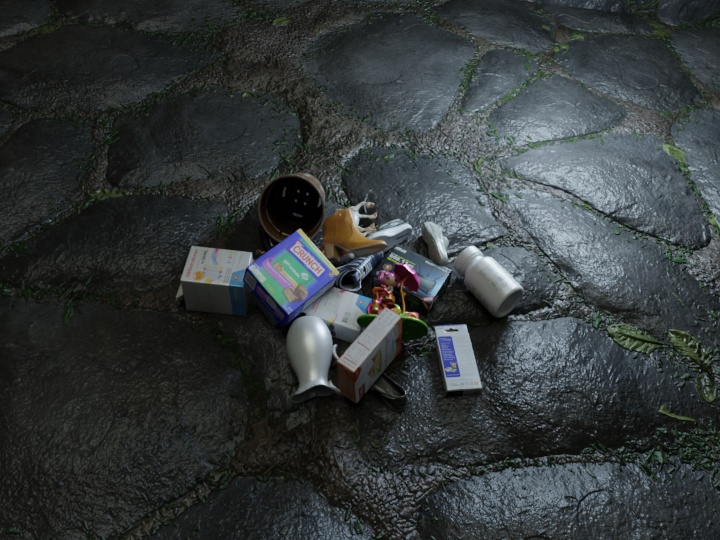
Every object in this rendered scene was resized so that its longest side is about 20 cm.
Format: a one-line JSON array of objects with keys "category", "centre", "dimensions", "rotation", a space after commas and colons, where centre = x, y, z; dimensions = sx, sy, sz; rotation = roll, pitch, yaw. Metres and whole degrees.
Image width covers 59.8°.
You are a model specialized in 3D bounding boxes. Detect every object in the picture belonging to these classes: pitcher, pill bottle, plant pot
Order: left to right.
[{"category": "plant pot", "centre": [-0.189, -0.199, 1.875], "dimensions": [0.195, 0.205, 0.199], "rotation": [8, 17, 2]}, {"category": "pitcher", "centre": [-0.102, 0.225, 1.594], "dimensions": [0.167, 0.122, 0.204], "rotation": [3, 58, -21]}, {"category": "pill bottle", "centre": [0.363, 0.028, 1.799], "dimensions": [0.113, 0.116, 0.201], "rotation": [-24, 55, -24]}]

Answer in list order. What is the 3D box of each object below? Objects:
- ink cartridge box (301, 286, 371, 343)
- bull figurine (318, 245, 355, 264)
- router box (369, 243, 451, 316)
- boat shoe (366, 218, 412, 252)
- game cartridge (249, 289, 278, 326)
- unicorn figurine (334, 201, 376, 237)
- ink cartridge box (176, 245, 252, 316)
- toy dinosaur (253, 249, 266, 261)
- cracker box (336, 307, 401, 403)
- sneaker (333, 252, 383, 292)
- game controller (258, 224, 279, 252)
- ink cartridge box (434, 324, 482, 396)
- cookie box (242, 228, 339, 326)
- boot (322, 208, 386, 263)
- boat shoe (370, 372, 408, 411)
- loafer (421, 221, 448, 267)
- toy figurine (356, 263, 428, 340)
[{"category": "ink cartridge box", "centre": [-0.078, 0.112, 1.716], "dimensions": [0.195, 0.069, 0.116], "rotation": [17, 50, 9]}, {"category": "bull figurine", "centre": [-0.089, -0.055, 1.865], "dimensions": [0.196, 0.066, 0.122], "rotation": [-13, 44, -23]}, {"category": "router box", "centre": [0.147, 0.025, 1.817], "dimensions": [0.197, 0.063, 0.150], "rotation": [26, 50, 17]}, {"category": "boat shoe", "centre": [0.069, -0.105, 1.928], "dimensions": [0.197, 0.073, 0.071], "rotation": [-20, 44, -35]}, {"category": "game cartridge", "centre": [-0.210, 0.041, 1.743], "dimensions": [0.199, 0.041, 0.135], "rotation": [-41, 103, -33]}, {"category": "unicorn figurine", "centre": [-0.018, -0.153, 1.892], "dimensions": [0.134, 0.075, 0.202], "rotation": [-7, 32, 12]}, {"category": "ink cartridge box", "centre": [-0.401, 0.028, 1.722], "dimensions": [0.195, 0.127, 0.131], "rotation": [6, 48, -1]}, {"category": "toy dinosaur", "centre": [-0.261, -0.018, 1.819], "dimensions": [0.104, 0.061, 0.202], "rotation": [-12, 51, -17]}, {"category": "cracker box", "centre": [0.026, 0.207, 1.534], "dimensions": [0.057, 0.136, 0.200], "rotation": [28, 55, 26]}, {"category": "sneaker", "centre": [0.000, 0.000, 1.790], "dimensions": [0.197, 0.071, 0.108], "rotation": [-29, 18, -20]}, {"category": "game controller", "centre": [-0.240, -0.069, 1.853], "dimensions": [0.102, 0.043, 0.202], "rotation": [5, 39, -29]}, {"category": "ink cartridge box", "centre": [0.255, 0.235, 1.662], "dimensions": [0.092, 0.038, 0.203], "rotation": [-2, 52, -6]}, {"category": "cookie box", "centre": [-0.182, 0.015, 1.661], "dimensions": [0.171, 0.075, 0.199], "rotation": [46, 56, 7]}, {"category": "boot", "centre": [-0.022, -0.110, 1.783], "dimensions": [0.197, 0.071, 0.148], "rotation": [-12, 67, 21]}, {"category": "boat shoe", "centre": [0.041, 0.276, 1.591], "dimensions": [0.198, 0.058, 0.067], "rotation": [34, 54, 22]}, {"category": "loafer", "centre": [0.239, -0.080, 1.905], "dimensions": [0.068, 0.071, 0.202], "rotation": [3, 40, -12]}, {"category": "toy figurine", "centre": [0.089, 0.068, 1.679], "dimensions": [0.195, 0.150, 0.188], "rotation": [13, 62, -15]}]
